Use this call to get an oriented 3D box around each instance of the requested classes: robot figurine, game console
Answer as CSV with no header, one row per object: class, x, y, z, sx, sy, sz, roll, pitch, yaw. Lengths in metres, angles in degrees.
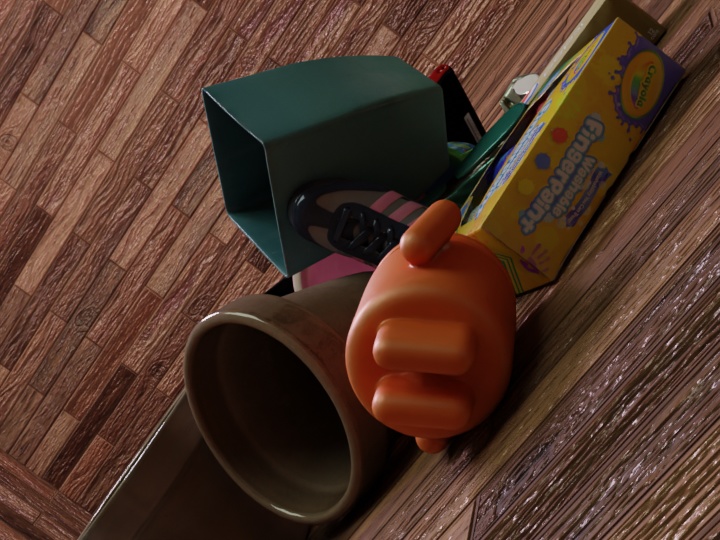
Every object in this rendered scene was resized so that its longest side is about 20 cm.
robot figurine,0.053,0.040,0.923,0.116,0.144,0.200,-34,11,18
game console,0.079,-0.109,1.490,0.178,0.031,0.200,-54,-38,-14

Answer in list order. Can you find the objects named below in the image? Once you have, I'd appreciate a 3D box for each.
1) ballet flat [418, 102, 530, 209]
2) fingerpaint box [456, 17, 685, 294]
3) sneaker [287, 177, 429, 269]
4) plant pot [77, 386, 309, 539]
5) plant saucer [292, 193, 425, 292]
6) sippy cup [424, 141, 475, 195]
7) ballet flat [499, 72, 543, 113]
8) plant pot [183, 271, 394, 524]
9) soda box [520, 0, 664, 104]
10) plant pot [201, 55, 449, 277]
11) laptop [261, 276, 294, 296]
ballet flat,0.102,-0.065,1.217,0.200,0.070,0.067,-43,13,11
fingerpaint box,0.152,-0.083,1.055,0.201,0.073,0.167,-56,5,-11
sneaker,0.033,-0.027,1.146,0.082,0.197,0.071,-104,29,-70
plant pot,-0.147,0.233,1.233,0.201,0.173,0.200,-54,4,6
plant saucer,0.000,0.000,1.317,0.050,0.201,0.201,1,-44,-48
sippy cup,0.090,-0.076,1.385,0.175,0.142,0.130,-4,15,22
ballet flat,0.190,-0.180,1.400,0.068,0.068,0.200,-55,4,-6
plant pot,-0.026,0.086,1.132,0.174,0.201,0.200,-36,-8,-40
soda box,0.200,-0.168,1.249,0.201,0.064,0.068,-54,4,14
plant pot,-0.023,-0.116,1.243,0.198,0.143,0.141,-22,37,-20
laptop,-0.119,0.109,1.408,0.200,0.104,0.177,-41,0,22
